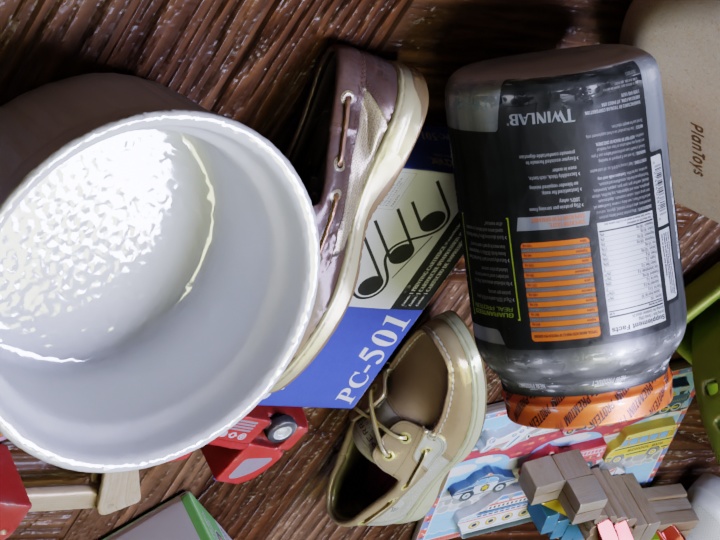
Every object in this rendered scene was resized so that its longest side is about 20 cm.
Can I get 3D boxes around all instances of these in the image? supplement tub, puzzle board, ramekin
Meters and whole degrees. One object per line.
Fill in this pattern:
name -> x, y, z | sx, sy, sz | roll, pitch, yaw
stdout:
supplement tub -> 0.117, -0.020, 1.484 | 0.122, 0.122, 0.201 | -12, 102, -24
puzzle board -> 0.142, 0.132, 1.881 | 0.199, 0.017, 0.151 | -11, 142, -24
ramekin -> -0.130, -0.005, 1.376 | 0.200, 0.098, 0.201 | -13, 119, -25

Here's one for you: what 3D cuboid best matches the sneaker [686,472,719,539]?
sneaker -> 0.244, 0.244, 2.027 | 0.115, 0.074, 0.200 | -40, 152, -23

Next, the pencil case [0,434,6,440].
pencil case -> -0.166, 0.049, 1.491 | 0.199, 0.088, 0.088 | -12, 143, -25

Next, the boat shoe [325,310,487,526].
boat shoe -> 0.027, 0.105, 1.709 | 0.066, 0.074, 0.200 | -16, 145, -28

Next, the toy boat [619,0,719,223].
toy boat -> 0.232, -0.121, 1.545 | 0.131, 0.130, 0.200 | -51, 154, -22

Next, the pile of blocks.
pile of blocks -> 0.176, 0.188, 1.911 | 0.082, 0.062, 0.200 | -42, 145, 20

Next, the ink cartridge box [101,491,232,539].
ink cartridge box -> -0.087, 0.259, 1.764 | 0.084, 0.146, 0.200 | -31, 147, 1

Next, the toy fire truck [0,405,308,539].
toy fire truck -> -0.142, 0.109, 1.614 | 0.200, 0.049, 0.141 | 15, 128, -47

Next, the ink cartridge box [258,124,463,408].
ink cartridge box -> 0.000, 0.000, 1.574 | 0.094, 0.044, 0.200 | 4, 134, -39

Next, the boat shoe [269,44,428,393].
boat shoe -> -0.035, -0.031, 1.460 | 0.072, 0.072, 0.201 | 19, 103, -35

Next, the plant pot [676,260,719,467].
plant pot -> 0.327, 0.065, 1.778 | 0.200, 0.182, 0.199 | -37, 145, 13
